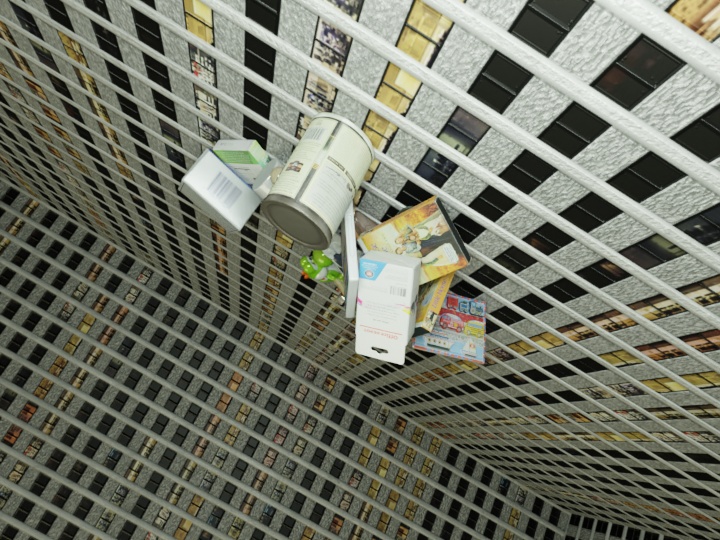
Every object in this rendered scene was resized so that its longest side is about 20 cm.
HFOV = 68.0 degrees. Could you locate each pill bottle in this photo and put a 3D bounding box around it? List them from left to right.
[{"bbox_3d":[-0.148,-0.156,1.229,0.199,0.117,0.113,40,156,-28],"label":"pill bottle"}]

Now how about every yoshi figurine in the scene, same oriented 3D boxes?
[{"bbox_3d":[-0.075,-0.021,1.400,0.109,0.116,0.198,12,-179,31],"label":"yoshi figurine"}]

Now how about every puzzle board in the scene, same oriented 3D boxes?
[{"bbox_3d":[0.216,0.128,1.274,0.193,0.156,0.017,14,156,-17],"label":"puzzle board"}]

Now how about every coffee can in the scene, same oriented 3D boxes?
[{"bbox_3d":[-0.076,-0.164,0.994,0.143,0.204,0.147,24,159,10],"label":"coffee can"}]

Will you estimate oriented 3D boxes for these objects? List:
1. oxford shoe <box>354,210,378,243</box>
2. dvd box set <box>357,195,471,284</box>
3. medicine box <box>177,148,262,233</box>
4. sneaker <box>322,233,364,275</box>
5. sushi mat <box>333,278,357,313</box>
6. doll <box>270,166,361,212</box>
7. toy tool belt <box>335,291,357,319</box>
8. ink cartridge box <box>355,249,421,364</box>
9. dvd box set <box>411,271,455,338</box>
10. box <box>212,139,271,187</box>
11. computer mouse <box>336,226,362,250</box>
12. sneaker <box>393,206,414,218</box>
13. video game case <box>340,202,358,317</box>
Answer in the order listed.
[{"bbox_3d":[0.049,-0.080,1.239,0.071,0.073,0.199,-18,137,36],"label":"oxford shoe"},{"bbox_3d":[0.106,-0.044,1.079,0.196,0.030,0.149,-23,106,34],"label":"dvd box set"},{"bbox_3d":[-0.364,-0.197,1.374,0.181,0.104,0.199,42,167,-18],"label":"medicine box"},{"bbox_3d":[0.000,0.000,1.280,0.197,0.081,0.129,37,-178,30],"label":"sneaker"},{"bbox_3d":[0.014,0.090,1.226,0.094,0.012,0.201,24,-161,-41],"label":"sushi mat"},{"bbox_3d":[-0.097,-0.178,1.137,0.193,0.049,0.140,17,120,-9],"label":"doll"},{"bbox_3d":[0.023,0.076,1.410,0.124,0.124,0.200,51,-162,2],"label":"toy tool belt"},{"bbox_3d":[0.054,0.073,1.077,0.111,0.068,0.207,11,111,18],"label":"ink cartridge box"},{"bbox_3d":[0.152,0.051,1.187,0.029,0.205,0.146,29,160,-9],"label":"dvd box set"},{"bbox_3d":[-0.250,-0.235,1.299,0.141,0.037,0.201,12,154,38],"label":"box"},{"bbox_3d":[-0.016,-0.062,1.378,0.108,0.045,0.199,9,156,46],"label":"computer mouse"},{"bbox_3d":[0.115,-0.060,1.178,0.075,0.113,0.205,40,132,29],"label":"sneaker"},{"bbox_3d":[-0.024,-0.025,1.112,0.022,0.189,0.201,-2,156,-5],"label":"video game case"}]
